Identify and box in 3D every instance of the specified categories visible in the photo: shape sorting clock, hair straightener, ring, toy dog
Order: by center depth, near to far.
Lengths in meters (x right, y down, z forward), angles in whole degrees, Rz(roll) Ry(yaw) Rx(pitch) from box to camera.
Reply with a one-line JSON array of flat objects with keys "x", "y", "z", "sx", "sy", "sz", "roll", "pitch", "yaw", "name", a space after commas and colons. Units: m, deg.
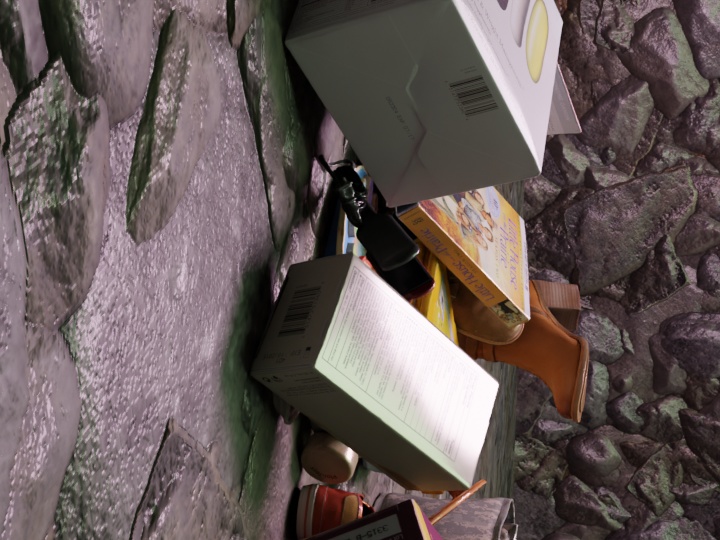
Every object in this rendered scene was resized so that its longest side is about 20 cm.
[{"x": 0.007, "y": -0.054, "z": 1.031, "sx": 0.077, "sy": 0.041, "sz": 0.200, "roll": 63, "pitch": 1, "yaw": -35, "name": "hair straightener"}, {"x": -0.003, "y": 0.101, "z": 1.072, "sx": 0.200, "sy": 0.096, "sz": 0.132, "roll": 75, "pitch": 22, "yaw": -58, "name": "toy dog"}, {"x": 0.000, "y": 0.000, "z": 1.191, "sx": 0.200, "sy": 0.039, "sz": 0.200, "roll": 5, "pitch": 90, "yaw": -78, "name": "shape sorting clock"}, {"x": 0.041, "y": 0.264, "z": 1.227, "sx": 0.019, "sy": 0.200, "sz": 0.200, "roll": 51, "pitch": 5, "yaw": 12, "name": "ring"}]

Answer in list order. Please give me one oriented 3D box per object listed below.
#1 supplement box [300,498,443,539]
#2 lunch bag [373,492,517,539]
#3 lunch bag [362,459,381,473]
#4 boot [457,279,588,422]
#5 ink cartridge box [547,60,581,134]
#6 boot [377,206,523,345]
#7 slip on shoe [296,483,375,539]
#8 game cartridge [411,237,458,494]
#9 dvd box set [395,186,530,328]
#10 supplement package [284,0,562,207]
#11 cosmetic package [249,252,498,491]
[{"x": 0.025, "y": 0.290, "z": 1.065, "sx": 0.200, "sy": 0.131, "sz": 0.103, "roll": 61, "pitch": 8, "yaw": -56, "name": "supplement box"}, {"x": 0.089, "y": 0.327, "z": 1.430, "sx": 0.200, "sy": 0.164, "sz": 0.118, "roll": -58, "pitch": 145, "yaw": -65, "name": "lunch bag"}, {"x": 0.051, "y": 0.131, "z": 1.371, "sx": 0.160, "sy": 0.077, "sz": 0.200, "roll": 48, "pitch": 43, "yaw": -75, "name": "lunch bag"}, {"x": 0.166, "y": 0.088, "z": 1.358, "sx": 0.200, "sy": 0.154, "sz": 0.074, "roll": -88, "pitch": 177, "yaw": -51, "name": "boot"}, {"x": 0.115, "y": -0.219, "z": 1.205, "sx": 0.044, "sy": 0.173, "sz": 0.200, "roll": -53, "pitch": 130, "yaw": -39, "name": "ink cartridge box"}, {"x": 0.096, "y": 0.007, "z": 1.295, "sx": 0.074, "sy": 0.200, "sz": 0.075, "roll": -51, "pitch": -172, "yaw": -13, "name": "boot"}, {"x": -0.014, "y": 0.241, "z": 1.155, "sx": 0.200, "sy": 0.061, "sz": 0.074, "roll": 72, "pitch": 24, "yaw": -67, "name": "slip on shoe"}, {"x": 0.071, "y": 0.097, "z": 1.234, "sx": 0.176, "sy": 0.032, "sz": 0.200, "roll": -76, "pitch": 158, "yaw": -46, "name": "game cartridge"}, {"x": 0.105, "y": -0.052, "z": 1.255, "sx": 0.200, "sy": 0.029, "sz": 0.146, "roll": 44, "pitch": 35, "yaw": -34, "name": "dvd box set"}, {"x": 0.063, "y": -0.198, "z": 1.033, "sx": 0.191, "sy": 0.147, "sz": 0.200, "roll": 56, "pitch": 35, "yaw": -39, "name": "supplement package"}, {"x": 0.016, "y": 0.084, "z": 0.975, "sx": 0.200, "sy": 0.071, "sz": 0.105, "roll": 43, "pitch": 54, "yaw": -34, "name": "cosmetic package"}]
